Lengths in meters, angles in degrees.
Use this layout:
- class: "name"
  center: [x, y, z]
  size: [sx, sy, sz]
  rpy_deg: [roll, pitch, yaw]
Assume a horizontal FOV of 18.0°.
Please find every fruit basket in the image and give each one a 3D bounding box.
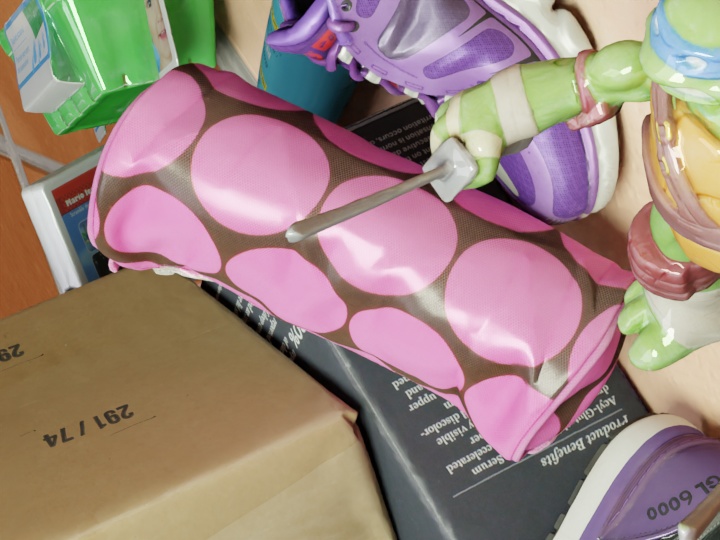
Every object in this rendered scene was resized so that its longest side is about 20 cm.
- class: "fruit basket"
  center: [-0.145, -0.172, 1.122]
  size: [0.200, 0.094, 0.185]
  rpy_deg: [68, 158, 0]

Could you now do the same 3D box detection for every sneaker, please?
- class: "sneaker"
  center: [0.012, -0.088, 0.828]
  size: [0.200, 0.083, 0.081]
  rpy_deg: [48, 158, -9]
- class: "sneaker"
  center: [0.091, 0.153, 0.824]
  size: [0.076, 0.200, 0.088]
  rpy_deg: [26, -178, -40]

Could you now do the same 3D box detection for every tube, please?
- class: "tube"
  center: [-0.025, -0.081, 1.000]
  size: [0.050, 0.077, 0.200]
  rpy_deg: [18, 153, -3]

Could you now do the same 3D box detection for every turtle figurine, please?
- class: "turtle figurine"
  center: [0.082, 0.008, 0.688]
  size: [0.144, 0.200, 0.194]
  rpy_deg: [12, 157, 25]

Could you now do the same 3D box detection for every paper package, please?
- class: "paper package"
  center: [-0.118, 0.098, 0.925]
  size: [0.191, 0.200, 0.104]
  rpy_deg: [36, 144, 53]

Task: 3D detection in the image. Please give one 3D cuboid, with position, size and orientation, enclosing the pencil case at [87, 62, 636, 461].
- class: "pencil case"
  center: [0.000, 0.000, 0.843]
  size: [0.200, 0.091, 0.094]
  rpy_deg: [27, 118, 11]

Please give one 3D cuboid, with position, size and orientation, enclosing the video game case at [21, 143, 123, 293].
- class: "video game case"
  center: [-0.087, 0.027, 1.151]
  size: [0.017, 0.143, 0.200]
  rpy_deg: [-12, 104, 36]

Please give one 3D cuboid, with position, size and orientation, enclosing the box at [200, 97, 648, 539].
- class: "box"
  center: [0.026, 0.053, 0.956]
  size: [0.200, 0.104, 0.148]
  rpy_deg: [58, 157, 15]

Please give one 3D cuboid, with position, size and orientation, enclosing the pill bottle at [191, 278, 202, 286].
- class: "pill bottle"
  center: [-0.026, 0.085, 1.106]
  size: [0.106, 0.106, 0.200]
  rpy_deg: [-4, 109, 67]
